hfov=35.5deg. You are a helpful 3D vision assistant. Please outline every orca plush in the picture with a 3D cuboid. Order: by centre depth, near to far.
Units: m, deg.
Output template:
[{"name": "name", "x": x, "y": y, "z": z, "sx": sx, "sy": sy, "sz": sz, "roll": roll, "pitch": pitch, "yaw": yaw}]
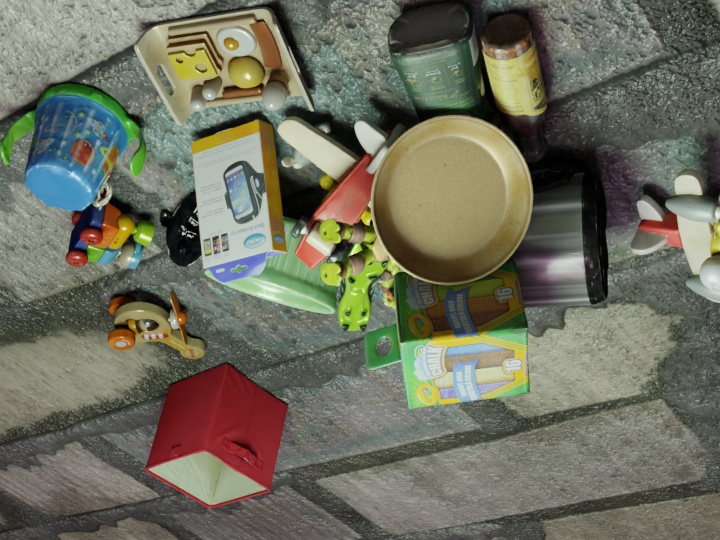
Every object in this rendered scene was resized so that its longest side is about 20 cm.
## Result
[{"name": "orca plush", "x": -0.244, "y": -0.051, "z": 1.677, "sx": 0.104, "sy": 0.072, "sz": 0.199, "roll": 31, "pitch": 139, "yaw": -26}]

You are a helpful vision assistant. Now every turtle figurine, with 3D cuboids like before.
[{"name": "turtle figurine", "x": 0.024, "y": -0.043, "z": 1.401, "sx": 0.159, "sy": 0.064, "sz": 0.203, "roll": -9, "pitch": 119, "yaw": -35}]

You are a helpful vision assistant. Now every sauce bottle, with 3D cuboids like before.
[{"name": "sauce bottle", "x": 0.191, "y": -0.214, "z": 1.354, "sx": 0.065, "sy": 0.067, "sz": 0.201, "roll": -3, "pitch": 144, "yaw": 18}]

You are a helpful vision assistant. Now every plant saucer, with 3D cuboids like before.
[{"name": "plant saucer", "x": 0.107, "y": -0.085, "z": 1.349, "sx": 0.196, "sy": 0.035, "sz": 0.204, "roll": -1, "pitch": 102, "yaw": -7}]

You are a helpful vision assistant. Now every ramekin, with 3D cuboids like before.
[{"name": "ramekin", "x": -0.117, "y": -0.014, "z": 1.616, "sx": 0.197, "sy": 0.099, "sz": 0.200, "roll": 16, "pitch": 171, "yaw": 3}]

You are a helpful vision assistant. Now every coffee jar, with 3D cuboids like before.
[{"name": "coffee jar", "x": 0.104, "y": -0.217, "z": 1.351, "sx": 0.102, "sy": 0.086, "sz": 0.201, "roll": -9, "pitch": 140, "yaw": 13}]

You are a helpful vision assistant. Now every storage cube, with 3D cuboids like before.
[{"name": "storage cube", "x": -0.264, "y": 0.306, "z": 2.069, "sx": 0.198, "sy": 0.182, "sz": 0.170, "roll": -22, "pitch": 133, "yaw": 38}]

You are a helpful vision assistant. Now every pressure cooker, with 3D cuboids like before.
[{"name": "pressure cooker", "x": 0.224, "y": -0.036, "z": 1.483, "sx": 0.196, "sy": 0.181, "sz": 0.177, "roll": -4, "pitch": 145, "yaw": 18}]

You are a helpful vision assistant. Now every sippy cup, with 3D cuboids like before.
[{"name": "sippy cup", "x": -0.390, "y": -0.158, "z": 1.523, "sx": 0.176, "sy": 0.132, "sz": 0.139, "roll": -18, "pitch": 135, "yaw": 35}]

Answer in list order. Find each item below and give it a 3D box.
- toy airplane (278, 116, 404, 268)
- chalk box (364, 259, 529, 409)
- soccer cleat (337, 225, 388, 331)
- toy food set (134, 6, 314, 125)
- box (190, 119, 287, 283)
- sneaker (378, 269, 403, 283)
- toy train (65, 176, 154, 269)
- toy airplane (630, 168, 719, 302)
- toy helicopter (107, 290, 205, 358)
[{"name": "toy airplane", "x": -0.003, "y": -0.114, "z": 1.488, "sx": 0.195, "sy": 0.141, "sz": 0.204, "roll": -7, "pitch": 103, "yaw": 9}, {"name": "chalk box", "x": 0.102, "y": 0.079, "z": 1.383, "sx": 0.196, "sy": 0.126, "sz": 0.125, "roll": -7, "pitch": 134, "yaw": 1}, {"name": "soccer cleat", "x": 0.000, "y": 0.000, "z": 1.634, "sx": 0.066, "sy": 0.082, "sz": 0.202, "roll": 5, "pitch": 131, "yaw": -12}, {"name": "toy food set", "x": -0.168, "y": -0.245, "z": 1.407, "sx": 0.196, "sy": 0.061, "sz": 0.144, "roll": -4, "pitch": 142, "yaw": 19}, {"name": "box", "x": -0.163, "y": -0.088, "z": 1.508, "sx": 0.117, "sy": 0.204, "sz": 0.041, "roll": -12, "pitch": 170, "yaw": 30}, {"name": "sneaker", "x": 0.074, "y": -0.028, "z": 1.625, "sx": 0.088, "sy": 0.068, "sz": 0.201, "roll": 14, "pitch": 146, "yaw": -11}, {"name": "toy train", "x": -0.358, "y": -0.070, "z": 1.681, "sx": 0.114, "sy": 0.086, "sz": 0.200, "roll": 17, "pitch": 145, "yaw": -26}, {"name": "toy airplane", "x": 0.446, "y": -0.037, "z": 1.454, "sx": 0.197, "sy": 0.143, "sz": 0.199, "roll": 21, "pitch": 143, "yaw": -14}, {"name": "toy helicopter", "x": -0.330, "y": 0.100, "z": 1.922, "sx": 0.131, "sy": 0.080, "sz": 0.199, "roll": -24, "pitch": 143, "yaw": 26}]
